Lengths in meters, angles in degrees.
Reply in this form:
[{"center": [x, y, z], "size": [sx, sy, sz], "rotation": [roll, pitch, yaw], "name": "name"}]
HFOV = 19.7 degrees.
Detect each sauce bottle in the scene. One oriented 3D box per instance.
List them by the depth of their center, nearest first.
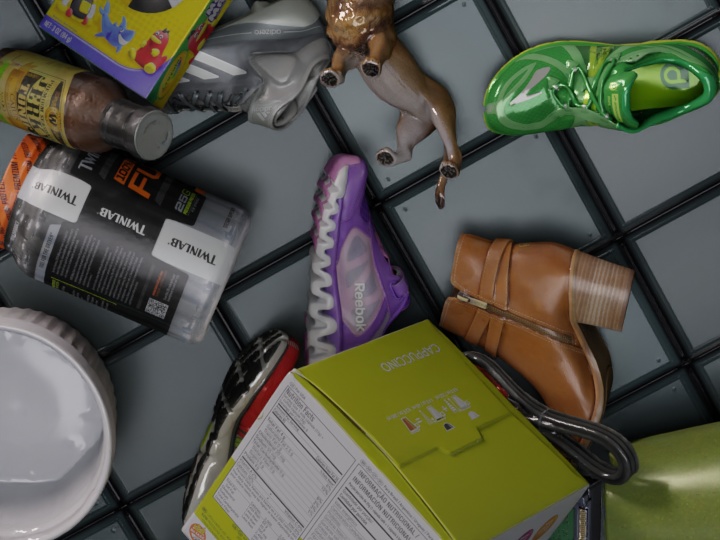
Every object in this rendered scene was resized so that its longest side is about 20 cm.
[{"center": [-0.228, -0.131, 1.662], "size": [0.199, 0.064, 0.065], "rotation": [19, 110, 42], "name": "sauce bottle"}]

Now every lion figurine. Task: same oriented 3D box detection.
[{"center": [0.030, -0.158, 1.689], "size": [0.072, 0.123, 0.201], "rotation": [-17, 120, 25], "name": "lion figurine"}]

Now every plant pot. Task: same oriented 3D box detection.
[{"center": [0.303, 0.200, 1.723], "size": [0.188, 0.200, 0.202], "rotation": [-4, 105, 16], "name": "plant pot"}]

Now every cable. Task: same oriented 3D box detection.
[{"center": [0.144, 0.116, 1.715], "size": [0.198, 0.050, 0.098], "rotation": [8, 114, 33], "name": "cable"}]

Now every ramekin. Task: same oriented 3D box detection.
[{"center": [-0.301, 0.126, 1.769], "size": [0.198, 0.105, 0.202], "rotation": [1, 104, 3], "name": "ramekin"}]

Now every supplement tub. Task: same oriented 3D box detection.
[{"center": [-0.201, -0.030, 1.713], "size": [0.198, 0.123, 0.123], "rotation": [23, 105, -3], "name": "supplement tub"}]

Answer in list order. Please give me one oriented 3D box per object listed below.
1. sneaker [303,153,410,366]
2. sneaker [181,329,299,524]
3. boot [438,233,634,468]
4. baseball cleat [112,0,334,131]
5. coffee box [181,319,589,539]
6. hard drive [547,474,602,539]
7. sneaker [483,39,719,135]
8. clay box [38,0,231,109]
[{"center": [0.000, 0.000, 1.737], "size": [0.087, 0.081, 0.202], "rotation": [2, 110, -4], "name": "sneaker"}, {"center": [-0.088, 0.142, 1.786], "size": [0.084, 0.077, 0.201], "rotation": [19, 112, -13], "name": "sneaker"}, {"center": [0.139, 0.067, 1.752], "size": [0.153, 0.074, 0.202], "rotation": [13, 109, 9], "name": "boot"}, {"center": [-0.116, -0.150, 1.692], "size": [0.199, 0.070, 0.107], "rotation": [-26, 72, 10], "name": "baseball cleat"}, {"center": [0.021, 0.190, 1.664], "size": [0.200, 0.199, 0.198], "rotation": [46, 123, 19], "name": "coffee box"}, {"center": [0.109, 0.227, 1.760], "size": [0.198, 0.038, 0.141], "rotation": [9, 107, 33], "name": "hard drive"}, {"center": [0.195, -0.149, 1.678], "size": [0.198, 0.084, 0.075], "rotation": [-9, 104, 6], "name": "sneaker"}, {"center": [-0.154, -0.245, 1.658], "size": [0.114, 0.048, 0.201], "rotation": [33, 91, 14], "name": "clay box"}]
